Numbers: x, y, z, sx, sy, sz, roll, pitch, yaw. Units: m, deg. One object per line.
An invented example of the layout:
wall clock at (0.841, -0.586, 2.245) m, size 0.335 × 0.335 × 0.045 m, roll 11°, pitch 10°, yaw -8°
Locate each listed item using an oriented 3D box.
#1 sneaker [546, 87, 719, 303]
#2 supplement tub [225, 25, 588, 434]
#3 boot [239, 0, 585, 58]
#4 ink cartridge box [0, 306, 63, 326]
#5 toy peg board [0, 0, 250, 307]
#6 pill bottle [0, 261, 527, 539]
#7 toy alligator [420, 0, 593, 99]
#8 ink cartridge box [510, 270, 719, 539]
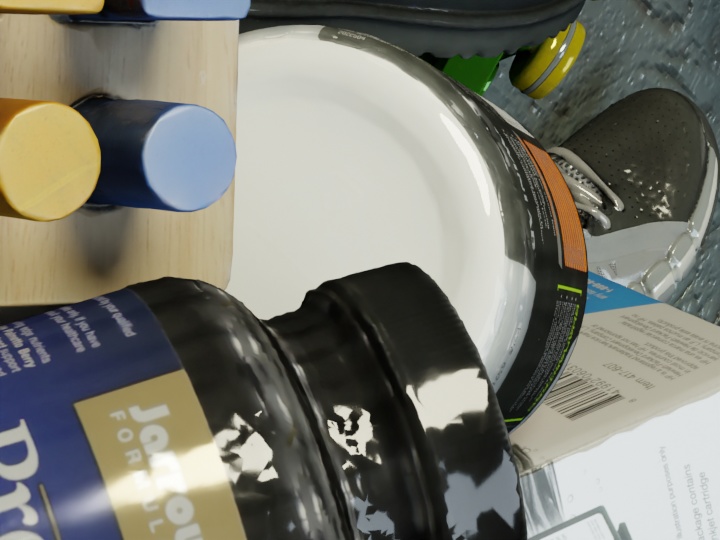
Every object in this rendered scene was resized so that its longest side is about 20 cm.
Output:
sneaker at (0.061, -0.010, 1.074) m, size 0.200 × 0.075 × 0.116 m, roll -53°, pitch 145°, yaw -15°
supplement tub at (0.000, 0.000, 0.818) m, size 0.123 × 0.122 × 0.200 m, roll -64°, pitch 169°, yaw 2°
boot at (0.029, -0.146, 0.817) m, size 0.199 × 0.076 × 0.169 m, roll -10°, pitch 139°, yaw -45°
ink cartridge box at (-0.131, 0.105, 0.861) m, size 0.145 × 0.083 × 0.201 m, roll -40°, pitch 142°, yaw -35°
toy peg board at (-0.096, -0.088, 0.615) m, size 0.198 × 0.098 × 0.201 m, roll -1°, pitch 96°, yaw -32°
pill bottle at (-0.069, 0.066, 0.647) m, size 0.199 × 0.112 × 0.112 m, roll -18°, pitch 133°, yaw -15°
toy alligator at (0.037, -0.079, 0.961) m, size 0.201 × 0.059 × 0.054 m, roll -59°, pitch -167°, yaw -7°
ink cartridge box at (0.028, 0.080, 0.952) m, size 0.199 × 0.146 × 0.085 m, roll -22°, pitch 112°, yaw -20°
